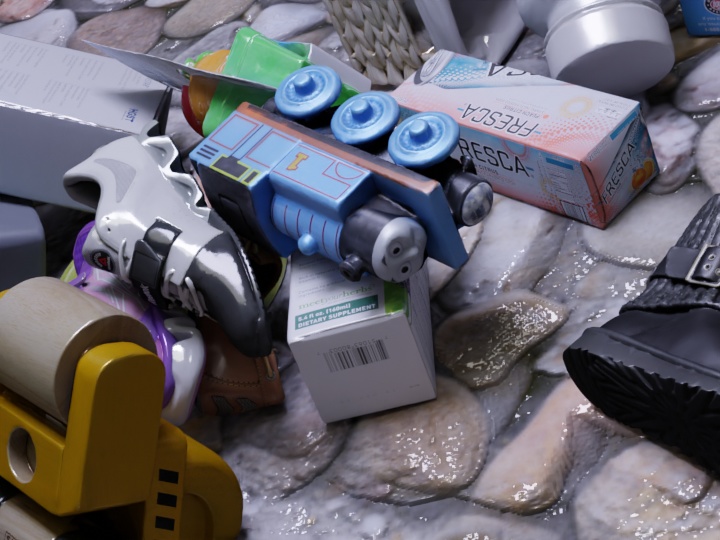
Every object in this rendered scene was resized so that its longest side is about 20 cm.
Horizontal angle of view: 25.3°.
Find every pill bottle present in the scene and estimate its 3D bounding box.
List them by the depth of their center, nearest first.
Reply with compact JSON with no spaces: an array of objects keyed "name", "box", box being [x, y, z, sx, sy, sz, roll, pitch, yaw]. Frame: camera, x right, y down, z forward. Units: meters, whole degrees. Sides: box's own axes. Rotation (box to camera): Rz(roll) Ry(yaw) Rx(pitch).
[{"name":"pill bottle","box":[0.165,-0.231,1.185,0.114,0.114,0.201,-16,67,13]}]

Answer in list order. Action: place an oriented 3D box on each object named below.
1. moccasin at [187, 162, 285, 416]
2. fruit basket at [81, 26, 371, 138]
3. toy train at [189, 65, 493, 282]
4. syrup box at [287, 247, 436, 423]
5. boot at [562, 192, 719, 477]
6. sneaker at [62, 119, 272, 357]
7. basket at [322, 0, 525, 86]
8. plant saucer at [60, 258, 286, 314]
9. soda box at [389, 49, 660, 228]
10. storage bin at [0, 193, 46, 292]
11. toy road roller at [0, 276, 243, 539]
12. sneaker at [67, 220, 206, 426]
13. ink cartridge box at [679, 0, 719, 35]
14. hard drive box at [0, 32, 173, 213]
[{"name":"moccasin","box":[-0.083,0.001,1.101,0.077,0.074,0.202,-6,56,-2]},{"name":"fruit basket","box":[-0.085,-0.133,1.216,0.200,0.185,0.094,25,90,43]},{"name":"toy train","box":[-0.011,-0.055,1.019,0.200,0.087,0.114,27,65,39]},{"name":"syrup box","box":[0.000,0.000,1.077,0.078,0.082,0.200,-14,39,10]},{"name":"boot","box":[0.231,0.035,0.905,0.158,0.080,0.211,-40,39,-19]},{"name":"sneaker","box":[-0.126,-0.007,1.027,0.088,0.074,0.200,-25,52,-18]},{"name":"basket","box":[0.065,-0.253,1.301,0.123,0.136,0.200,2,44,35]},{"name":"plant saucer","box":[-0.153,0.008,1.198,0.199,0.031,0.200,-16,37,13]},{"name":"soda box","box":[0.113,-0.098,1.146,0.068,0.064,0.200,-43,41,-22]},{"name":"storage bin","box":[-0.325,-0.017,1.258,0.134,0.146,0.200,-5,32,-20]},{"name":"toy road roller","box":[-0.145,0.106,0.955,0.146,0.201,0.123,-7,21,-42]},{"name":"sneaker","box":[-0.171,0.024,1.076,0.088,0.081,0.200,5,30,-26]},{"name":"ink cartridge box","box":[0.303,-0.293,1.157,0.146,0.200,0.146,4,46,34]},{"name":"hard drive box","box":[-0.258,-0.122,1.271,0.199,0.077,0.156,12,25,-3]}]
